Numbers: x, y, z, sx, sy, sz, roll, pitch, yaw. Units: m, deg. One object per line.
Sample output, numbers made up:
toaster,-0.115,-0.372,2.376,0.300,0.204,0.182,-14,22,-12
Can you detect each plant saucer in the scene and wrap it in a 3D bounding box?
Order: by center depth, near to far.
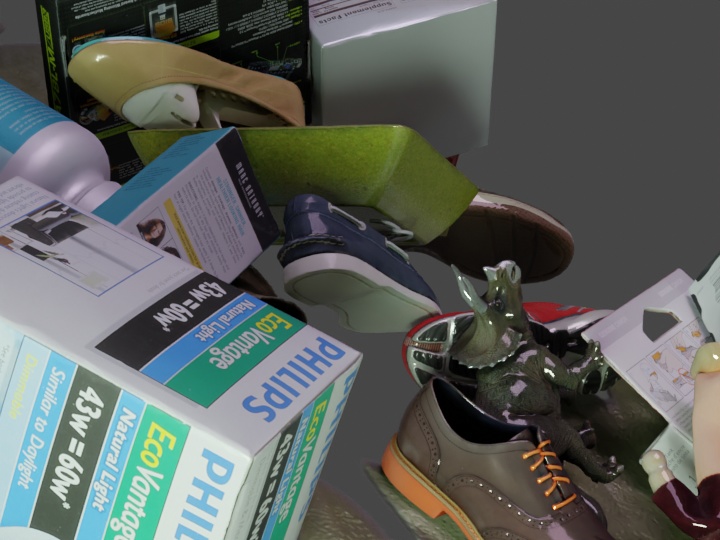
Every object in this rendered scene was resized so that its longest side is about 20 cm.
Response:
plant saucer,-0.035,-0.053,1.275,0.199,0.048,0.200,0,-10,18

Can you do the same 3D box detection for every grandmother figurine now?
grandmother figurine,0.235,0.139,1.154,0.121,0.061,0.201,9,51,-1

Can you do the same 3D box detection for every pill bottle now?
pill bottle,-0.242,-0.066,1.197,0.200,0.111,0.111,30,27,19

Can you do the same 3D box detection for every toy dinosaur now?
toy dinosaur,0.109,0.097,1.183,0.102,0.077,0.201,0,71,-21

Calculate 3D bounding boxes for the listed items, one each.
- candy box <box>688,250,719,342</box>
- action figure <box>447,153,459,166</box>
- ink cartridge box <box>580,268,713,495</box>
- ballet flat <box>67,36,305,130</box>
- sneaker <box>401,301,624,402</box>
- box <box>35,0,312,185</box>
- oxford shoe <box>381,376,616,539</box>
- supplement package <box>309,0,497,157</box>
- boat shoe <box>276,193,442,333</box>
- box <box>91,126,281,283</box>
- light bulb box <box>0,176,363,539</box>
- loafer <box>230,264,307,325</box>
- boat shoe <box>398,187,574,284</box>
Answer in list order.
candy box,0.346,0.077,1.306,0.167,0.072,0.200,19,33,-27
action figure,-0.015,-0.125,1.558,0.200,0.052,0.065,26,20,21
ink cartridge box,0.248,0.092,1.300,0.176,0.045,0.200,42,30,14
ballet flat,-0.110,-0.115,1.267,0.200,0.069,0.063,6,57,-43
sneaker,0.101,0.058,1.288,0.199,0.077,0.085,1,12,-38
box,-0.129,-0.162,1.308,0.199,0.194,0.048,-23,47,-24
oxford shoe,0.101,0.139,1.101,0.200,0.073,0.071,33,28,23
supplement package,-0.002,-0.196,1.481,0.150,0.152,0.200,-17,47,-17
boat shoe,0.000,0.000,1.227,0.200,0.075,0.062,25,53,-59
box,-0.132,-0.006,1.127,0.049,0.083,0.200,-6,27,37
light bulb box,-0.134,0.095,0.865,0.199,0.199,0.125,26,28,13
loafer,-0.068,0.040,1.172,0.076,0.068,0.200,8,29,-25
boat shoe,0.070,-0.048,1.432,0.202,0.075,0.075,14,35,-15
